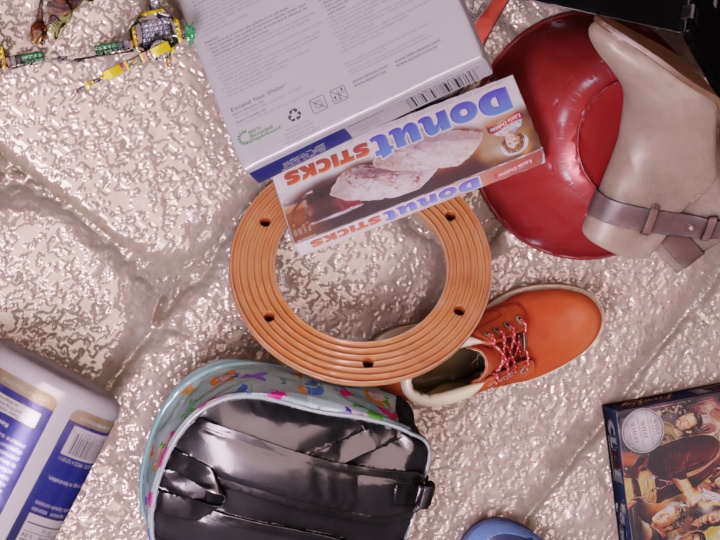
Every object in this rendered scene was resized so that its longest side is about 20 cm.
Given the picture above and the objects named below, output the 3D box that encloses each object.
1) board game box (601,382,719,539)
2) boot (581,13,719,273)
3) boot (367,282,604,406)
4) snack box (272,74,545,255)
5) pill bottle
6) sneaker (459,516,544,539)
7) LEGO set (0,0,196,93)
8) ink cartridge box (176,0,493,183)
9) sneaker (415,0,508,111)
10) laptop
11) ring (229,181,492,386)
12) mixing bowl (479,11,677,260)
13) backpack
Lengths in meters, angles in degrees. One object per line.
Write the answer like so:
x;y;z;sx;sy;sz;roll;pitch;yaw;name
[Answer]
0.277;0.198;1.746;0.135;0.035;0.201;-10;98;-13;board game box
0.209;-0.082;1.560;0.199;0.070;0.146;28;110;-23;boot
0.108;0.063;1.655;0.199;0.107;0.075;-16;98;-14;boot
0.035;-0.079;1.612;0.199;0.024;0.072;-21;61;2;snack box
-0.269;0.160;1.564;0.115;0.116;0.201;28;88;-15;pill bottle
0.156;0.277;1.700;0.074;0.082;0.200;-42;102;-5;sneaker
-0.217;-0.202;1.532;0.199;0.116;0.155;-2;97;-8;LEGO set
-0.028;-0.193;1.583;0.199;0.041;0.201;-24;71;8;ink cartridge box
0.058;-0.227;1.633;0.108;0.067;0.202;26;91;-17;sneaker
0.222;-0.220;1.642;0.200;0.115;0.188;52;40;-39;laptop
0.000;0.000;1.616;0.199;0.019;0.201;2;59;-3;ring
0.194;-0.103;1.659;0.199;0.108;0.201;-1;95;-14;mixing bowl
-0.064;0.156;1.592;0.199;0.151;0.178;11;107;-20;backpack
